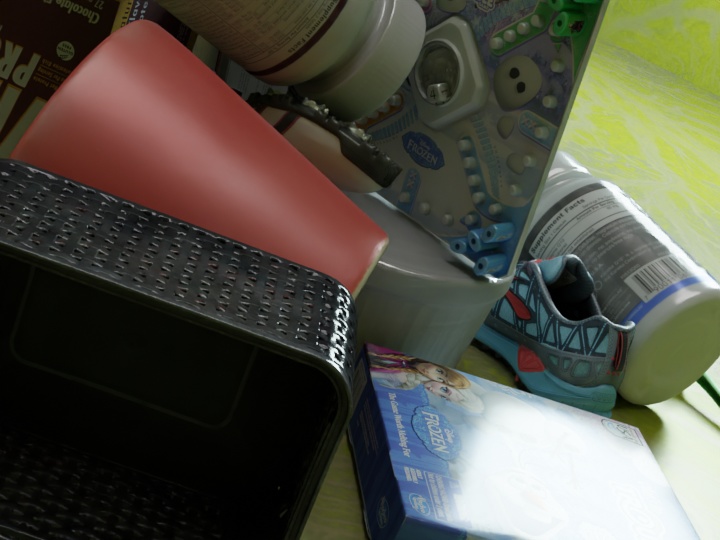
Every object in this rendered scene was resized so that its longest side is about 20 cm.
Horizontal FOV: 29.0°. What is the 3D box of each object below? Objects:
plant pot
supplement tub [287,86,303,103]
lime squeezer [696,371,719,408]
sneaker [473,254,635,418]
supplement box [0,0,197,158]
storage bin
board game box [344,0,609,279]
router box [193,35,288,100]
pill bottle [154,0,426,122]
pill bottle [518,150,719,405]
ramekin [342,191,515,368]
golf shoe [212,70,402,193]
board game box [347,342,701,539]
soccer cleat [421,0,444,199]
[{"bbox_3d":[-0.092,-0.006,0.753,0.176,0.202,0.201,32,20,1],"label":"plant pot"},{"bbox_3d":[-0.003,-0.132,1.085,0.139,0.201,0.141,11,46,-12],"label":"supplement tub"},{"bbox_3d":[0.243,0.064,1.140,0.199,0.038,0.070,33,22,25],"label":"lime squeezer"},{"bbox_3d":[0.137,0.025,1.034,0.079,0.096,0.200,7,25,-38],"label":"sneaker"},{"bbox_3d":[-0.208,-0.144,0.945,0.132,0.199,0.200,24,20,4],"label":"supplement box"},{"bbox_3d":[-0.110,0.051,0.633,0.198,0.136,0.094,20,21,-6],"label":"storage bin"},{"bbox_3d":[0.049,-0.127,0.896,0.026,0.202,0.200,-8,35,-43],"label":"board game box"},{"bbox_3d":[-0.102,-0.152,1.074,0.048,0.202,0.180,7,24,-20],"label":"router box"},{"bbox_3d":[-0.058,-0.180,0.827,0.199,0.110,0.110,34,10,-34],"label":"pill bottle"},{"bbox_3d":[0.191,0.000,1.097,0.113,0.114,0.200,5,35,-41],"label":"pill bottle"},{"bbox_3d":[0.000,0.000,0.955,0.200,0.095,0.203,19,20,-7],"label":"ramekin"},{"bbox_3d":[-0.068,-0.070,0.865,0.198,0.089,0.077,19,-5,27],"label":"golf shoe"},{"bbox_3d":[0.095,0.128,0.802,0.197,0.044,0.200,19,20,-14],"label":"board game box"},{"bbox_3d":[0.070,-0.134,0.960,0.084,0.203,0.068,-6,2,-30],"label":"soccer cleat"}]
